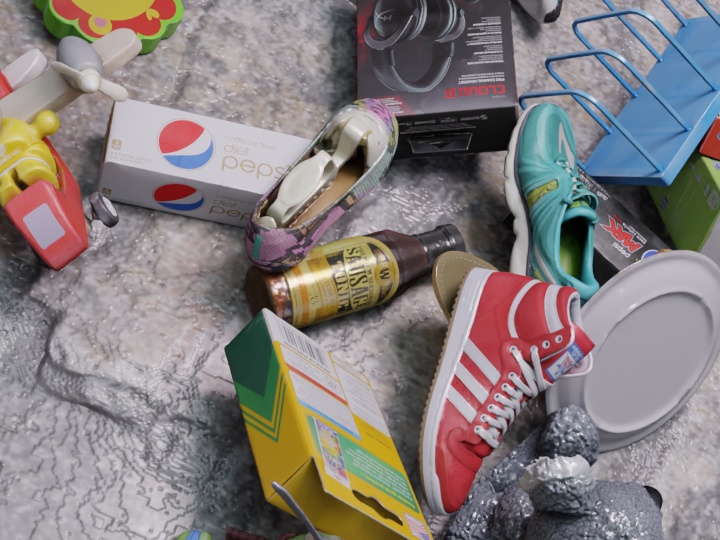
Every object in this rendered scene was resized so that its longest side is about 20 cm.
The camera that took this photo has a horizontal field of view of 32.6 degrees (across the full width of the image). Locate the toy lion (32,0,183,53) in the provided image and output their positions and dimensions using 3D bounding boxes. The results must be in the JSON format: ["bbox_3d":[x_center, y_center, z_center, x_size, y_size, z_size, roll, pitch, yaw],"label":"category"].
[{"bbox_3d":[-0.238,-0.296,1.141,0.191,0.069,0.201,36,57,-8],"label":"toy lion"}]

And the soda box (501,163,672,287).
[{"bbox_3d":[0.233,-0.012,1.153,0.200,0.071,0.063,43,57,5],"label":"soda box"}]

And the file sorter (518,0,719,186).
[{"bbox_3d":[0.261,-0.195,1.138,0.122,0.139,0.201,40,80,-20],"label":"file sorter"}]

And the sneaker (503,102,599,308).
[{"bbox_3d":[0.176,-0.054,1.065,0.077,0.079,0.203,9,68,-29],"label":"sneaker"}]

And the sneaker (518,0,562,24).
[{"bbox_3d":[0.144,-0.334,1.296,0.086,0.075,0.201,-16,63,-18],"label":"sneaker"}]

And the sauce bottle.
[{"bbox_3d":[0.000,0.000,1.067,0.198,0.066,0.067,-18,71,-25],"label":"sauce bottle"}]

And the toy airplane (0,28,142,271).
[{"bbox_3d":[-0.282,-0.111,0.966,0.197,0.141,0.202,10,75,18],"label":"toy airplane"}]

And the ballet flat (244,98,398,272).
[{"bbox_3d":[-0.026,-0.084,1.020,0.069,0.071,0.200,34,62,10],"label":"ballet flat"}]

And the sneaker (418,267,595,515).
[{"bbox_3d":[0.117,0.097,0.956,0.111,0.071,0.202,6,72,26],"label":"sneaker"}]

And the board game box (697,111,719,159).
[{"bbox_3d":[0.414,-0.135,1.174,0.198,0.041,0.154,18,36,-3],"label":"board game box"}]

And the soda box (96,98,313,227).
[{"bbox_3d":[-0.124,-0.086,1.067,0.198,0.064,0.069,11,61,-14],"label":"soda box"}]

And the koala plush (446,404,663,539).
[{"bbox_3d":[0.162,0.210,0.922,0.183,0.200,0.179,-30,86,-15],"label":"koala plush"}]

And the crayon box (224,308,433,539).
[{"bbox_3d":[-0.026,0.131,0.916,0.125,0.052,0.201,37,17,-35],"label":"crayon box"}]

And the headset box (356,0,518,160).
[{"bbox_3d":[0.072,-0.193,1.156,0.147,0.077,0.202,-4,61,8],"label":"headset box"}]

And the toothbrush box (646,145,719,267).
[{"bbox_3d":[0.364,-0.083,1.189,0.144,0.087,0.201,9,39,-16],"label":"toothbrush box"}]

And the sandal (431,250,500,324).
[{"bbox_3d":[0.119,0.056,1.086,0.211,0.069,0.078,30,62,-31],"label":"sandal"}]

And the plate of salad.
[{"bbox_3d":[0.236,0.068,1.064,0.198,0.202,0.048,-14,35,-26],"label":"plate of salad"}]

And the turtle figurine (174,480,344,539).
[{"bbox_3d":[-0.048,0.258,0.857,0.193,0.200,0.145,32,66,-15],"label":"turtle figurine"}]
